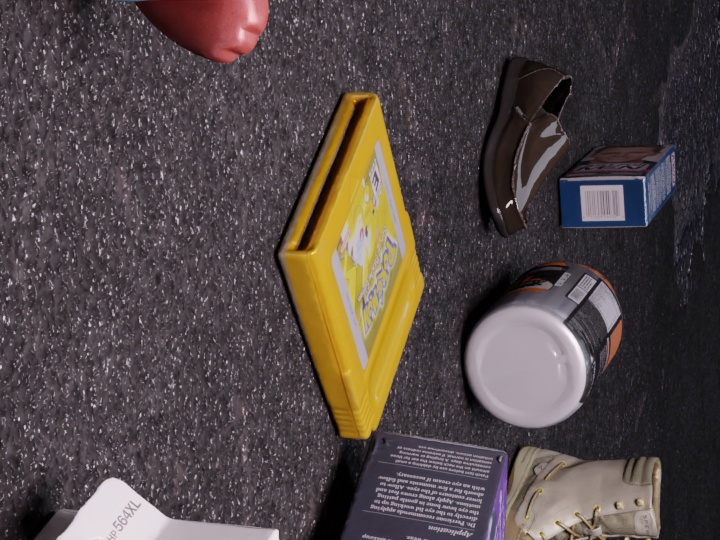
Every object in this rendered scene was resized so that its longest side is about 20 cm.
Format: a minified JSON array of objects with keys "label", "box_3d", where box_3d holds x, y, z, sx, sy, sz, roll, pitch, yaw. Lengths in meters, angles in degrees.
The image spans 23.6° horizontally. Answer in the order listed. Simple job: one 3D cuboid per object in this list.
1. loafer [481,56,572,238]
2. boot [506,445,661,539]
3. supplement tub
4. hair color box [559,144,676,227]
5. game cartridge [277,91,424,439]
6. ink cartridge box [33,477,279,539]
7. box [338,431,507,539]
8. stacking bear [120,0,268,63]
[{"label":"loafer","box_3d":[0.164,-0.123,1.655,0.073,0.071,0.200,60,37,-56]},{"label":"boot","box_3d":[0.216,0.256,1.703,0.200,0.155,0.072,-67,151,-46]},{"label":"supplement tub","box_3d":[0.180,0.063,1.640,0.200,0.122,0.123,-37,126,-66]},{"label":"hair color box","box_3d":[0.301,-0.100,2.001,0.200,0.100,0.061,-36,124,-66]},{"label":"game cartridge","box_3d":[0.000,0.000,1.264,0.176,0.032,0.200,-70,152,-42]},{"label":"ink cartridge box","box_3d":[-0.107,0.216,0.838,0.129,0.125,0.200,-57,144,-56]},{"label":"box","box_3d":[0.037,0.240,1.238,0.200,0.104,0.148,-71,165,-44]},{"label":"stacking bear","box_3d":[-0.126,-0.181,0.787,0.200,0.114,0.122,8,108,-60]}]
